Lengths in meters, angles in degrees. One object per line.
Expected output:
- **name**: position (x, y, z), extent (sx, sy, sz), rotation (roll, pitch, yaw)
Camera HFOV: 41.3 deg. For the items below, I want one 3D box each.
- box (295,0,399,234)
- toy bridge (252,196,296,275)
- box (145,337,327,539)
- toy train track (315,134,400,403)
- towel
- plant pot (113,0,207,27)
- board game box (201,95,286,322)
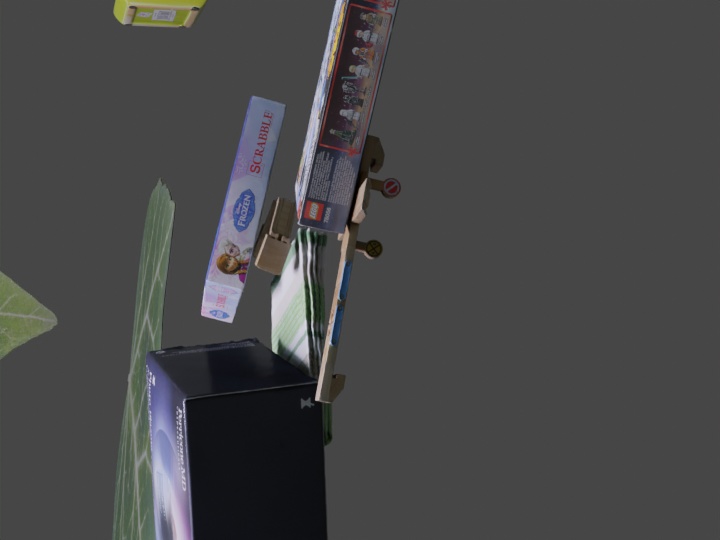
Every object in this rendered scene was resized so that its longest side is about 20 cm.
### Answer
- **box**: position (-0.011, -0.143, 0.744), extent (0.137, 0.039, 0.203), rotation (-105, 27, -73)
- **toy bridge**: position (-0.087, -0.041, 0.973), extent (0.200, 0.027, 0.068), rotation (-137, 67, -81)
- **box**: position (-0.115, 0.179, 0.844), extent (0.198, 0.122, 0.203), rotation (-166, 72, -67)
- **toy train track**: position (0.000, 0.000, 0.717), extent (0.115, 0.032, 0.203), rotation (138, 144, -77)
- **towel**: position (-0.055, 0.079, 0.907), extent (0.149, 0.030, 0.203), rotation (127, 142, -62)
- **plant pot**: position (-0.386, -0.577, 1.840), extent (0.200, 0.196, 0.184), rotation (173, 94, -71)
- **board game box**: position (-0.130, -0.059, 1.044), extent (0.200, 0.041, 0.203), rotation (128, 154, -73)
